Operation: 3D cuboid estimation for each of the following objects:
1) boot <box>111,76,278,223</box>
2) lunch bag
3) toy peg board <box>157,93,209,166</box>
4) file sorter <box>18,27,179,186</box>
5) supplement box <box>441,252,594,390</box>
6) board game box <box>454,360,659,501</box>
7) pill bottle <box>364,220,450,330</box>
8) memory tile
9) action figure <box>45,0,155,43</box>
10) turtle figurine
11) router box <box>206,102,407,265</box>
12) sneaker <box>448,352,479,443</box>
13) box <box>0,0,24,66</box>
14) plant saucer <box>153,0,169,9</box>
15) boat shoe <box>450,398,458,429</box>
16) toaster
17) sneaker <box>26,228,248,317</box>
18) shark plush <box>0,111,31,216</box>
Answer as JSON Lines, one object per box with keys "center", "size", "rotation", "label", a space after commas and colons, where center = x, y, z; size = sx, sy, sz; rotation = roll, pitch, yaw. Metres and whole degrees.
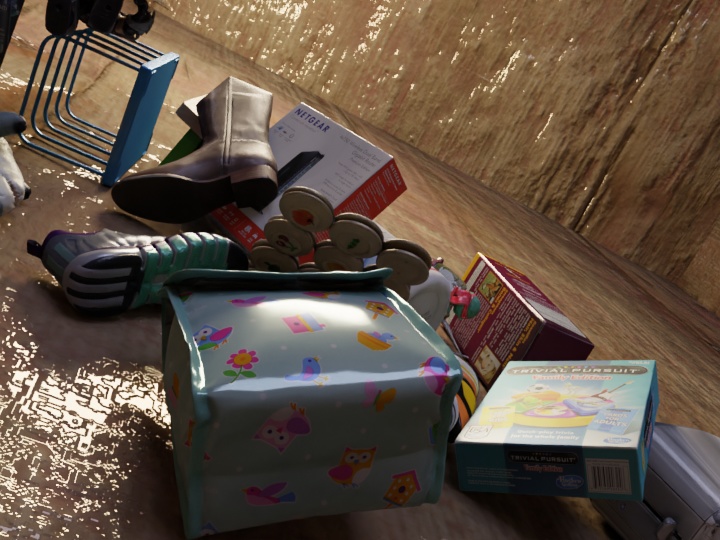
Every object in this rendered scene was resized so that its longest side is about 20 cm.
{"center": [-0.185, -0.148, 0.922], "size": [0.183, 0.065, 0.202], "rotation": [-3, 47, -9], "label": "boot"}
{"center": [-0.047, 0.062, 0.539], "size": [0.167, 0.124, 0.200], "rotation": [-1, 26, -18], "label": "lunch bag"}
{"center": [-0.172, -0.131, 1.097], "size": [0.199, 0.098, 0.200], "rotation": [43, 14, -9], "label": "toy peg board"}
{"center": [-0.310, -0.210, 0.969], "size": [0.121, 0.141, 0.200], "rotation": [23, 16, -10], "label": "file sorter"}
{"center": [0.188, 0.076, 1.008], "size": [0.085, 0.111, 0.200], "rotation": [22, 17, -25], "label": "supplement box"}
{"center": [0.186, 0.136, 0.733], "size": [0.148, 0.048, 0.200], "rotation": [-4, 13, 25], "label": "board game box"}
{"center": [0.000, 0.000, 0.914], "size": [0.199, 0.110, 0.108], "rotation": [39, 18, 35], "label": "pill bottle"}
{"center": [-0.031, 0.003, 0.765], "size": [0.151, 0.200, 0.017], "rotation": [27, 57, -10], "label": "memory tile"}
{"center": [-0.298, -0.299, 0.909], "size": [0.128, 0.071, 0.200], "rotation": [11, 16, -17], "label": "action figure"}
{"center": [0.078, 0.031, 0.994], "size": [0.198, 0.102, 0.149], "rotation": [30, 14, 26], "label": "turtle figurine"}
{"center": [-0.075, -0.089, 0.911], "size": [0.199, 0.179, 0.049], "rotation": [37, -15, 45], "label": "router box"}
{"center": [0.017, 0.089, 0.738], "size": [0.197, 0.071, 0.090], "rotation": [26, 24, 0], "label": "sneaker"}
{"center": [-0.461, -0.309, 0.883], "size": [0.147, 0.202, 0.107], "rotation": [14, 20, -42], "label": "box"}
{"center": [-0.297, -0.362, 0.903], "size": [0.198, 0.036, 0.200], "rotation": [30, 8, -5], "label": "plant saucer"}
{"center": [-0.008, 0.099, 0.655], "size": [0.197, 0.073, 0.068], "rotation": [24, 14, -10], "label": "boat shoe"}
{"center": [0.325, 0.230, 0.768], "size": [0.198, 0.115, 0.130], "rotation": [17, 23, -34], "label": "toaster"}
{"center": [-0.182, -0.012, 0.696], "size": [0.087, 0.075, 0.199], "rotation": [31, 15, 28], "label": "sneaker"}
{"center": [-0.373, -0.114, 0.691], "size": [0.198, 0.091, 0.084], "rotation": [33, 45, -4], "label": "shark plush"}
